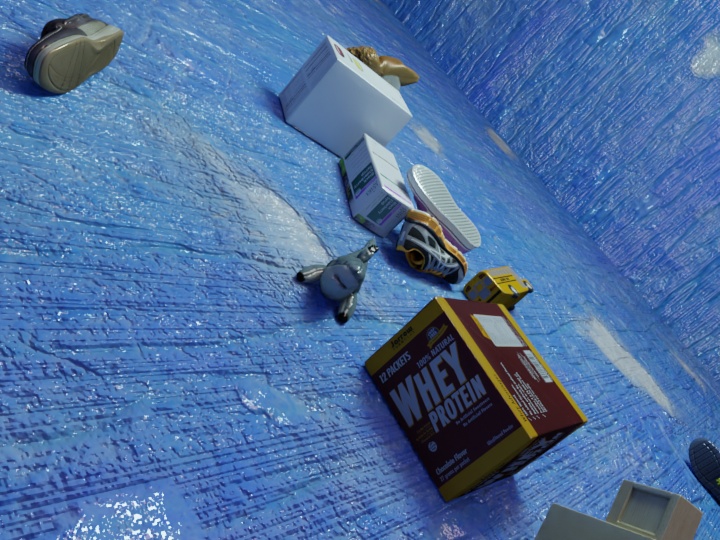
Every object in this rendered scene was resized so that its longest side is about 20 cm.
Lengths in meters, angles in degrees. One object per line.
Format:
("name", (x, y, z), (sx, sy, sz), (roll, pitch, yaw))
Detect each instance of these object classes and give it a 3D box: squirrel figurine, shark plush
("squirrel figurine", (0.025, -0.548, 1.804), (0.200, 0.142, 0.187), (28, 22, -39))
("shark plush", (0.000, 0.000, 0.922), (0.091, 0.083, 0.200), (48, 24, 9))

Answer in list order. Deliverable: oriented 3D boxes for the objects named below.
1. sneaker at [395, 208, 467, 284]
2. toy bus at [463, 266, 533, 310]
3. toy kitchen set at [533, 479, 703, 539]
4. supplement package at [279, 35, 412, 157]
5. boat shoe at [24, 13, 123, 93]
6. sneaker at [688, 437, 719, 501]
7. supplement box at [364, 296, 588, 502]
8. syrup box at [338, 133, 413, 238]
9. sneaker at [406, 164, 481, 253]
("sneaker", (0.122, -0.026, 1.190), (0.078, 0.077, 0.200), (17, -20, 45))
("toy bus", (0.280, 0.039, 1.343), (0.078, 0.065, 0.200), (50, 24, 17))
("toy kitchen set", (0.306, 0.364, 0.750), (0.180, 0.200, 0.163), (38, -17, -15))
("supplement package", (-0.029, -0.323, 1.312), (0.200, 0.156, 0.111), (28, 29, -35))
("boat shoe", (-0.355, -0.269, 0.810), (0.065, 0.072, 0.200), (28, 29, -8))
("sneaker", (0.811, 0.469, 1.504), (0.082, 0.074, 0.201), (2, 55, -60))
("supplement box", (0.148, 0.155, 0.850), (0.200, 0.133, 0.198), (9, 43, -54))
("syrup box", (0.026, -0.159, 1.229), (0.081, 0.079, 0.200), (31, 27, -29))
("sneaker", (0.122, -0.097, 1.242), (0.201, 0.114, 0.073), (51, 42, -21))
